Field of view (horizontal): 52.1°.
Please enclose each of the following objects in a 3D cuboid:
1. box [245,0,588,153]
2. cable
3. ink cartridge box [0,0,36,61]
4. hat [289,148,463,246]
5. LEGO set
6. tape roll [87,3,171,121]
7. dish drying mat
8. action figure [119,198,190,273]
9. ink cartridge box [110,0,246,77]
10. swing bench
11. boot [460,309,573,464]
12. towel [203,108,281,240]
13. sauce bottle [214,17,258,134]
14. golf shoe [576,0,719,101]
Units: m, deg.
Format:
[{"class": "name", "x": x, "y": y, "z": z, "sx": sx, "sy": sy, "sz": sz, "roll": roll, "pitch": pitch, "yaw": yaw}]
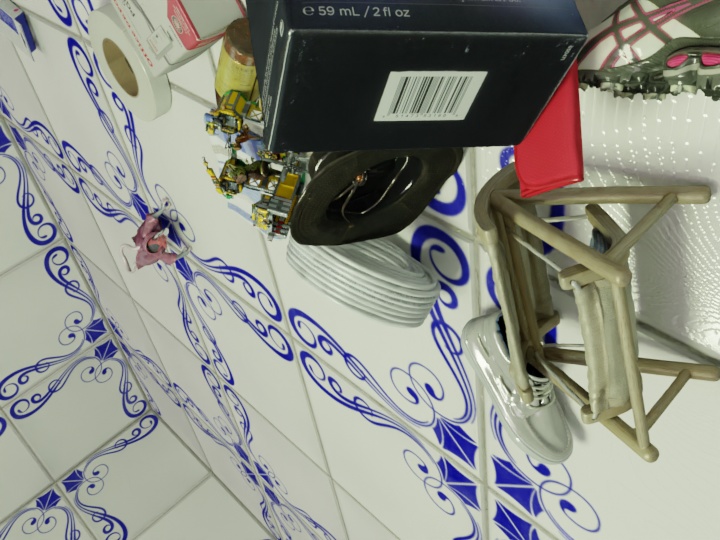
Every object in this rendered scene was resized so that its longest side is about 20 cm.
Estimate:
[{"class": "box", "x": 0.022, "y": -0.202, "z": 0.520, "sx": 0.124, "sy": 0.197, "sz": 0.201, "roll": 115, "pitch": 147, "yaw": -59}, {"class": "cable", "x": 0.000, "y": 0.000, "z": 0.899, "sx": 0.199, "sy": 0.199, "sz": 0.070, "roll": 33, "pitch": 104, "yaw": 30}, {"class": "ink cartridge box", "x": -0.789, "y": -0.561, "z": 1.669, "sx": 0.200, "sy": 0.037, "sz": 0.095, "roll": 42, "pitch": 150, "yaw": 28}, {"class": "hat", "x": 0.003, "y": -0.105, "z": 0.768, "sx": 0.082, "sy": 0.198, "sz": 0.201, "roll": 60, "pitch": 157, "yaw": 24}, {"class": "LEGO set", "x": -0.142, "y": -0.129, "z": 0.987, "sx": 0.152, "sy": 0.117, "sz": 0.201, "roll": 19, "pitch": 146, "yaw": -5}, {"class": "tape roll", "x": -0.402, "y": -0.358, "z": 1.279, "sx": 0.202, "sy": 0.037, "sz": 0.204, "roll": 40, "pitch": 150, "yaw": 28}, {"class": "dish drying mat", "x": 0.132, "y": -0.160, "z": 0.545, "sx": 0.077, "sy": 0.018, "sz": 0.203, "roll": 168, "pitch": 100, "yaw": -70}, {"class": "action figure", "x": -0.460, "y": -0.069, "z": 1.605, "sx": 0.135, "sy": 0.148, "sz": 0.200, "roll": 67, "pitch": 164, "yaw": -14}, {"class": "ink cartridge box", "x": -0.253, "y": -0.360, "z": 0.985, "sx": 0.199, "sy": 0.082, "sz": 0.148, "roll": -2, "pitch": 120, "yaw": 58}, {"class": "swing bench", "x": 0.196, "y": 0.026, "z": 0.662, "sx": 0.199, "sy": 0.129, "sz": 0.201, "roll": 20, "pitch": 138, "yaw": 49}, {"class": "boot", "x": 0.194, "y": 0.137, "z": 0.852, "sx": 0.201, "sy": 0.073, "sz": 0.096, "roll": 54, "pitch": 160, "yaw": 2}, {"class": "towel", "x": -0.187, "y": -0.150, "z": 1.191, "sx": 0.146, "sy": 0.024, "sz": 0.202, "roll": 34, "pitch": 147, "yaw": 33}, {"class": "sauce bottle", "x": -0.165, "y": -0.251, "z": 0.988, "sx": 0.066, "sy": 0.066, "sz": 0.200, "roll": 50, "pitch": 151, "yaw": 5}, {"class": "golf shoe", "x": 0.206, "y": -0.163, "z": 0.509, "sx": 0.199, "sy": 0.076, "sz": 0.090, "roll": 23, "pitch": 110, "yaw": 58}]
